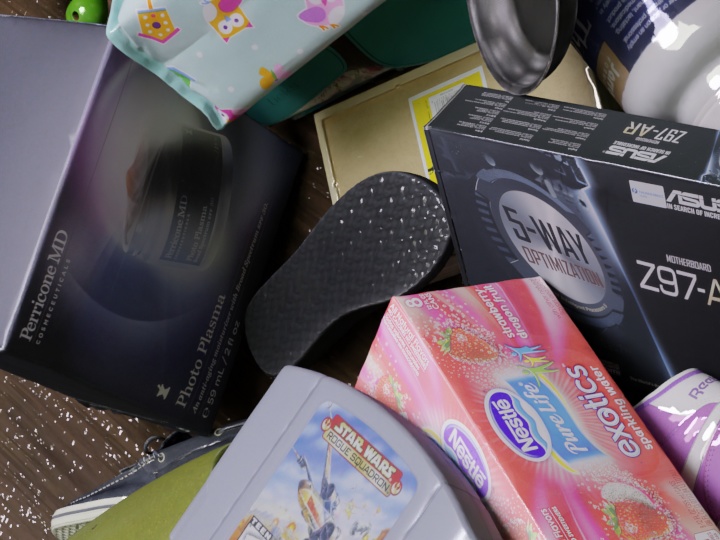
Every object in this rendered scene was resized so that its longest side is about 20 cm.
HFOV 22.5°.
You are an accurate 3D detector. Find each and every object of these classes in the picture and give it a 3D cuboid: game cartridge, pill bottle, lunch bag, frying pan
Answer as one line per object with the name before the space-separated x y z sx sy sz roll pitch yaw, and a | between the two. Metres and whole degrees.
game cartridge | -0.013 0.132 0.910 0.134 0.041 0.200 -59 39 4
pill bottle | 0.167 -0.143 0.974 0.111 0.111 0.201 -46 62 24
lunch bag | -0.052 -0.209 1.070 0.170 0.122 0.201 -35 30 28
frying pan | 0.070 -0.163 0.982 0.190 0.031 0.116 -135 39 -61

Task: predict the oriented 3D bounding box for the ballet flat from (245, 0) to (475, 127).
ballet flat | -0.002 -0.153 1.128 0.199 0.076 0.064 -19 43 28

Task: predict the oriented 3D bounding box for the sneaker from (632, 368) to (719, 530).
sneaker | 0.163 0.145 0.976 0.114 0.072 0.202 39 118 32

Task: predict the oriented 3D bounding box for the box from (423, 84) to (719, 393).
box | 0.141 -0.009 0.969 0.199 0.044 0.161 16 138 35

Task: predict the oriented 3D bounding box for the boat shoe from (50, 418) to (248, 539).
boat shoe | -0.116 0.143 1.184 0.199 0.075 0.063 -21 46 27

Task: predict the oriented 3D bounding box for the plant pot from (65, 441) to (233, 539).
plant pot | -0.100 0.198 1.083 0.200 0.186 0.188 -51 61 30

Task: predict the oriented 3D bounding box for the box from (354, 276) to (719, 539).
box | 0.085 0.108 0.933 0.201 0.102 0.095 59 143 37

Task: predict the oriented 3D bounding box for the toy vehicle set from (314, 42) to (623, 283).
toy vehicle set | 0.067 -0.068 1.093 0.199 0.026 0.125 -20 76 33

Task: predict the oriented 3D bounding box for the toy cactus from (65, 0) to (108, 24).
toy cactus | -0.161 -0.234 1.245 0.199 0.102 0.167 -9 63 37

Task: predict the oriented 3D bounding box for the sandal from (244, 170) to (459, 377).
sandal | -0.001 -0.001 1.098 0.200 0.048 0.076 -36 67 45

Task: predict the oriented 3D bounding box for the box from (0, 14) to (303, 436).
box | -0.160 -0.024 1.121 0.122 0.198 0.202 10 78 37
